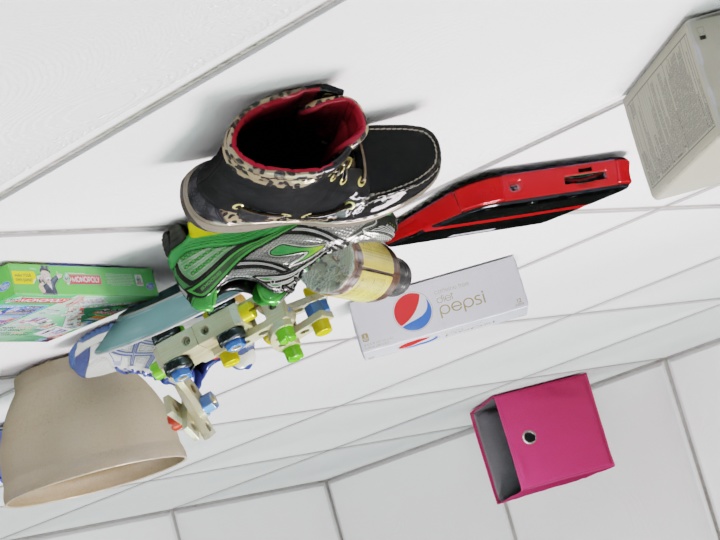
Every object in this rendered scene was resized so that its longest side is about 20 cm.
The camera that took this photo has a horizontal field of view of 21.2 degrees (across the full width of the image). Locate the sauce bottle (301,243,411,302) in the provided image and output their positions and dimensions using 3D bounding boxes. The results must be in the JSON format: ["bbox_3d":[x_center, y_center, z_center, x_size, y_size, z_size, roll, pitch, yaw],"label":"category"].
[{"bbox_3d":[0.000,0.000,1.844,0.065,0.065,0.200,-19,168,16],"label":"sauce bottle"}]

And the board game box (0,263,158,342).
[{"bbox_3d":[-0.287,0.030,1.671,0.134,0.029,0.200,-22,168,27],"label":"board game box"}]

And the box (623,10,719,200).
[{"bbox_3d":[0.273,-0.129,1.495,0.078,0.095,0.200,-15,171,-9],"label":"box"}]

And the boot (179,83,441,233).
[{"bbox_3d":[-0.022,-0.082,1.368,0.200,0.073,0.151,-7,168,-15],"label":"boot"}]

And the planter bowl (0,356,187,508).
[{"bbox_3d":[-0.299,0.164,2.071,0.200,0.135,0.200,-15,171,-3],"label":"planter bowl"}]

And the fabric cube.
[{"bbox_3d":[0.355,0.332,3.791,0.199,0.197,0.200,-13,169,-14],"label":"fabric cube"}]

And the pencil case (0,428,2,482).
[{"bbox_3d":[-0.362,0.210,2.365,0.200,0.087,0.078,-19,145,11],"label":"pencil case"}]

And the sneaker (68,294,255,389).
[{"bbox_3d":[-0.201,0.087,1.944,0.200,0.088,0.075,-18,172,17],"label":"sneaker"}]

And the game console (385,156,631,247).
[{"bbox_3d":[0.142,-0.065,1.834,0.200,0.031,0.177,-9,173,-31],"label":"game console"}]

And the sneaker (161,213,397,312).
[{"bbox_3d":[-0.063,-0.013,1.622,0.200,0.085,0.078,-14,170,-13],"label":"sneaker"}]

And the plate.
[{"bbox_3d":[-0.153,0.023,1.739,0.200,0.026,0.200,-26,-175,2],"label":"plate"}]

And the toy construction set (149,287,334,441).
[{"bbox_3d":[-0.125,0.075,1.857,0.200,0.092,0.131,-42,158,9],"label":"toy construction set"}]

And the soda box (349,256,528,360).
[{"bbox_3d":[0.090,0.044,2.225,0.200,0.064,0.068,-17,169,0],"label":"soda box"}]
